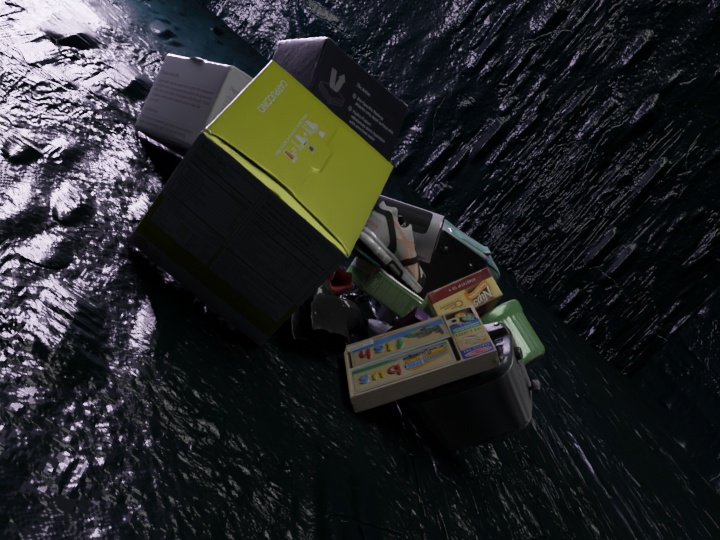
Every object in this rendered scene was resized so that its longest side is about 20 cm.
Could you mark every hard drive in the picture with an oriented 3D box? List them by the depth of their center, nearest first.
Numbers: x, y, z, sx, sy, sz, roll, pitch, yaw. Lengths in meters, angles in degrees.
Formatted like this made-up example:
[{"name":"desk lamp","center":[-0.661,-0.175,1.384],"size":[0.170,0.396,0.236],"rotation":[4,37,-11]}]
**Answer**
[{"name":"hard drive","center":[0.121,0.033,1.304],"size":[0.133,0.202,0.042],"rotation":[30,10,-30]}]

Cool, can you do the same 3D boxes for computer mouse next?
[{"name":"computer mouse","center":[0.046,0.103,1.216],"size":[0.200,0.044,0.109],"rotation":[47,13,14]}]

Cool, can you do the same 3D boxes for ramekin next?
[{"name":"ramekin","center":[0.213,0.150,1.241],"size":[0.099,0.199,0.199],"rotation":[53,17,18]}]

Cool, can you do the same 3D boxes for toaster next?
[{"name":"toaster","center":[0.148,0.169,1.040],"size":[0.130,0.196,0.115],"rotation":[57,26,-26]}]

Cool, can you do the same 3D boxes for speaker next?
[{"name":"speaker","center":[0.034,-0.080,1.213],"size":[0.196,0.083,0.081],"rotation":[19,12,8]}]

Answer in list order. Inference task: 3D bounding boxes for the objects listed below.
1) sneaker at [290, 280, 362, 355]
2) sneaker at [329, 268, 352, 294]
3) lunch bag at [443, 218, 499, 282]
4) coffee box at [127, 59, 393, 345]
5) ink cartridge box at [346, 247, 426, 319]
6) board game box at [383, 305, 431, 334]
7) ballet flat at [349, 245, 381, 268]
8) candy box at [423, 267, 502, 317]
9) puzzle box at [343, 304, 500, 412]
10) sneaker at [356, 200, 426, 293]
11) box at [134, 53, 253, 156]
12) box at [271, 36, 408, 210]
[{"name":"sneaker","center":[-0.042,0.076,1.016],"size":[0.200,0.059,0.106],"rotation":[50,22,-55]},{"name":"sneaker","center":[-0.081,-0.008,1.047],"size":[0.199,0.085,0.076],"rotation":[23,67,-55]},{"name":"lunch bag","center":[0.157,-0.003,1.380],"size":[0.198,0.161,0.078],"rotation":[29,20,-33]},{"name":"coffee box","center":[-0.110,-0.081,0.874],"size":[0.199,0.198,0.201],"rotation":[39,38,-11]},{"name":"ink cartridge box","center":[0.000,0.000,1.160],"size":[0.198,0.048,0.145],"rotation":[36,-2,-15]},{"name":"board game box","center":[0.119,0.151,1.124],"size":[0.199,0.120,0.033],"rotation":[39,33,-13]},{"name":"ballet flat","center":[-0.005,-0.052,1.306],"size":[0.067,0.076,0.199],"rotation":[37,-13,-26]},{"name":"candy box","center":[0.148,0.079,1.215],"size":[0.056,0.113,0.201],"rotation":[62,-17,19]},{"name":"puzzle box","center":[0.074,0.113,0.983],"size":[0.134,0.195,0.026],"rotation":[-106,177,-66]},{"name":"sneaker","center":[0.062,-0.031,1.127],"size":[0.073,0.081,0.200],"rotation":[32,-7,34]},{"name":"box","center":[-0.207,-0.222,1.153],"size":[0.197,0.133,0.198],"rotation":[23,-3,44]},{"name":"box","center":[-0.053,-0.198,1.087],"size":[0.116,0.205,0.195],"rotation":[12,-11,43]}]
